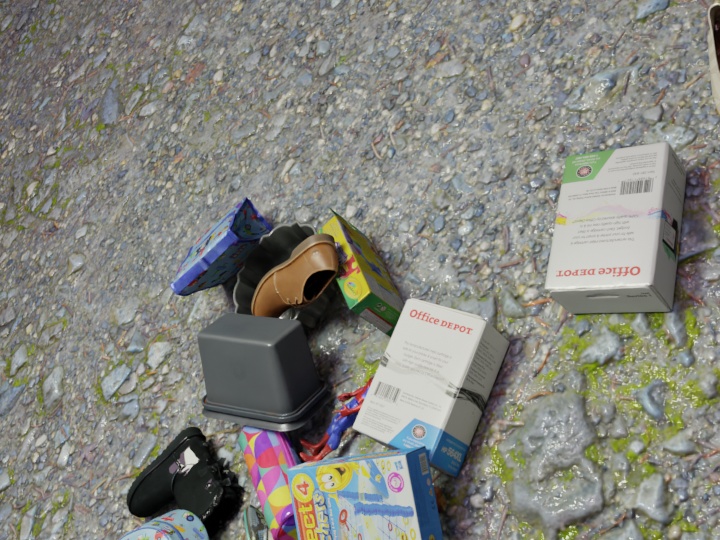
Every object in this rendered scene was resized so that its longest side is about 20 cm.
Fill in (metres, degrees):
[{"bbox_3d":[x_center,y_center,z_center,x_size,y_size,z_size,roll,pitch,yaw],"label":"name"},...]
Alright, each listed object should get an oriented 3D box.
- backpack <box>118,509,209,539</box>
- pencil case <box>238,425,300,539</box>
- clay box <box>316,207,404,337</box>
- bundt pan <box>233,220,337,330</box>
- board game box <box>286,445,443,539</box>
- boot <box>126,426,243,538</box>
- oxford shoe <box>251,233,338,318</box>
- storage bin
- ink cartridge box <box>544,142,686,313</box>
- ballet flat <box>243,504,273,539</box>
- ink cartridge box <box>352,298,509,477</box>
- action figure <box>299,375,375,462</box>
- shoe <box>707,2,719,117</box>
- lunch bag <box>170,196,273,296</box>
[{"bbox_3d":[-0.300,0.463,1.323,0.181,0.134,0.203,-27,66,26],"label":"backpack"},{"bbox_3d":[-0.117,0.307,1.325,0.088,0.088,0.201,-44,45,10],"label":"pencil case"},{"bbox_3d":[0.000,0.000,1.387,0.047,0.115,0.201,-40,45,14],"label":"clay box"},{"bbox_3d":[-0.115,0.025,1.496,0.199,0.075,0.205,-21,53,30],"label":"bundt pan"},{"bbox_3d":[0.010,0.342,1.159,0.193,0.056,0.204,-15,83,33],"label":"board game box"},{"bbox_3d":[-0.285,0.370,1.443,0.199,0.073,0.163,-49,50,8],"label":"boot"},{"bbox_3d":[-0.103,0.030,1.360,0.200,0.070,0.072,-45,50,36],"label":"oxford shoe"},{"bbox_3d":[-0.152,0.142,1.380,0.197,0.137,0.145,5,26,33],"label":"storage bin"},{"bbox_3d":[0.332,-0.051,1.160,0.143,0.084,0.203,-4,62,38],"label":"ink cartridge box"},{"bbox_3d":[-0.123,0.426,1.283,0.074,0.074,0.203,-31,51,21],"label":"ballet flat"},{"bbox_3d":[0.098,0.157,1.232,0.145,0.084,0.203,15,75,43],"label":"ink cartridge box"},{"bbox_3d":[-0.012,0.204,1.316,0.200,0.052,0.066,-43,10,10],"label":"action figure"},{"bbox_3d":[0.490,-0.268,1.179,0.069,0.053,0.203,-19,54,30],"label":"shoe"},{"bbox_3d":[-0.245,-0.028,1.555,0.150,0.094,0.200,-39,7,15],"label":"lunch bag"}]
